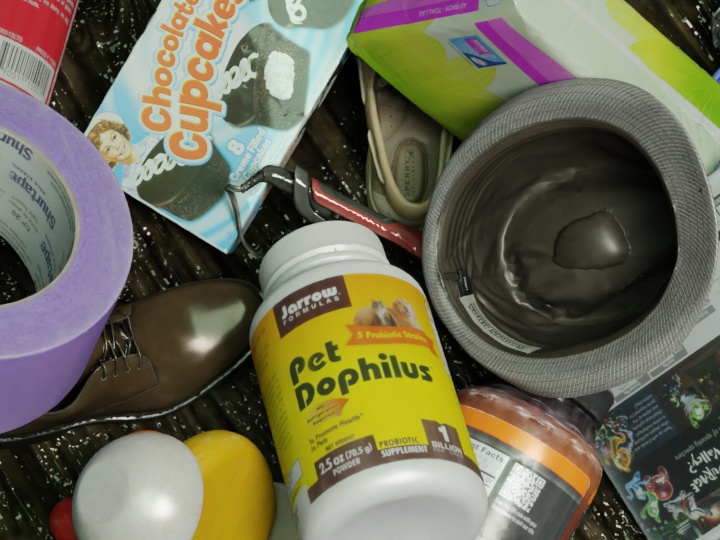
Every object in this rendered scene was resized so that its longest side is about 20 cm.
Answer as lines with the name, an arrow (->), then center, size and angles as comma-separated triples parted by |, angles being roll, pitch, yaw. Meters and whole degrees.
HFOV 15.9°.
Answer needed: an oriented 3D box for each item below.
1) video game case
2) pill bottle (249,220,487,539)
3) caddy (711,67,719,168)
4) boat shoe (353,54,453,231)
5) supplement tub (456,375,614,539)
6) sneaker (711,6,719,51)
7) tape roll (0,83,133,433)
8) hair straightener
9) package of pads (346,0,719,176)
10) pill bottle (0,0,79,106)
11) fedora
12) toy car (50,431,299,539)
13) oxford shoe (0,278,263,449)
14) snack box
video game case -> 0.208, 0.057, 1.547 | 0.023, 0.200, 0.182 | -19, 75, -53
pill bottle -> -0.001, 0.071, 1.487 | 0.109, 0.109, 0.201 | -11, 53, -8
caddy -> 0.260, -0.046, 1.602 | 0.141, 0.105, 0.201 | 22, 75, -1
boat shoe -> 0.033, -0.125, 1.622 | 0.071, 0.065, 0.201 | -3, 77, -6
supplement tub -> 0.075, 0.144, 1.539 | 0.107, 0.107, 0.200 | 31, 77, 3
sneaker -> 0.323, -0.168, 1.666 | 0.199, 0.072, 0.073 | -7, 37, 1
tape roll -> -0.235, -0.010, 1.459 | 0.199, 0.085, 0.201 | 14, 49, -16
hair straightener -> 0.000, 0.000, 1.582 | 0.199, 0.041, 0.077 | 26, 109, -17
package of pads -> 0.106, -0.117, 1.544 | 0.200, 0.154, 0.068 | 36, 64, -34
pill bottle -> -0.227, -0.178, 1.587 | 0.112, 0.112, 0.201 | 15, 75, -1
fedora -> 0.135, -0.019, 1.498 | 0.200, 0.090, 0.178 | -28, 77, 30
toy car -> -0.127, 0.187, 1.490 | 0.149, 0.175, 0.201 | 4, 73, 38
oxford shoe -> -0.145, 0.054, 1.554 | 0.199, 0.084, 0.073 | -22, 78, -11
snack box -> -0.079, -0.125, 1.599 | 0.116, 0.037, 0.201 | 31, 93, 3
